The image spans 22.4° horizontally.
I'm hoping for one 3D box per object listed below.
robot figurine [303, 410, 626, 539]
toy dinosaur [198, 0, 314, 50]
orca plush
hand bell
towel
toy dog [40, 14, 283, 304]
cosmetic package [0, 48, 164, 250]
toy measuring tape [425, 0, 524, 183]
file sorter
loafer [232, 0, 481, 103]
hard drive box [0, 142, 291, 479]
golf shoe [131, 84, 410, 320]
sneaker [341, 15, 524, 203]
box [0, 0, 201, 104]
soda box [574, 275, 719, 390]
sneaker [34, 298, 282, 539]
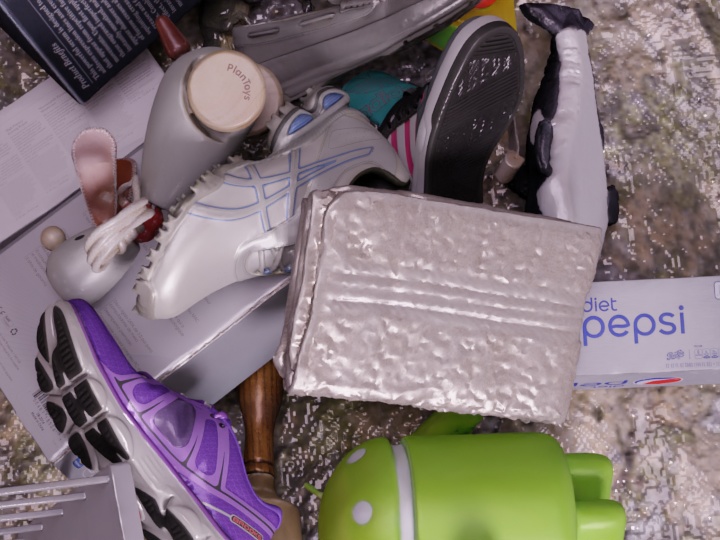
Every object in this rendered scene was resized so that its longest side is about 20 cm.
[{"bbox_3d":[0.064,0.162,1.149,0.198,0.116,0.176,-1,39,-5],"label":"robot figurine"},{"bbox_3d":[-0.075,-0.210,1.294,0.087,0.047,0.202,-3,73,9],"label":"toy dinosaur"},{"bbox_3d":[0.120,-0.084,1.239,0.071,0.105,0.202,-14,77,32],"label":"orca plush"},{"bbox_3d":[-0.066,0.126,1.201,0.103,0.104,0.201,0,63,3],"label":"hand bell"},{"bbox_3d":[0.049,0.022,1.126,0.199,0.034,0.134,9,95,-19],"label":"towel"},{"bbox_3d":[-0.138,-0.081,1.150,0.096,0.132,0.200,43,70,5],"label":"toy dog"},{"bbox_3d":[-0.217,-0.078,1.265,0.199,0.051,0.083,-34,79,-6],"label":"cosmetic package"},{"bbox_3d":[0.070,-0.153,1.245,0.073,0.074,0.201,-4,61,2],"label":"toy measuring tape"},{"bbox_3d":[-0.214,0.212,1.099,0.124,0.200,0.140,-4,73,-28],"label":"file sorter"},{"bbox_3d":[0.001,-0.172,1.211,0.199,0.070,0.070,-23,95,21],"label":"loafer"},{"bbox_3d":[-0.150,0.024,1.204,0.200,0.077,0.156,-37,62,-5],"label":"hard drive box"},{"bbox_3d":[-0.051,-0.028,1.124,0.097,0.078,0.200,39,67,16],"label":"golf shoe"},{"bbox_3d":[0.039,-0.106,1.202,0.083,0.201,0.121,-18,50,-33],"label":"sneaker"},{"bbox_3d":[-0.173,-0.238,1.241,0.200,0.107,0.148,-41,44,-6],"label":"box"},{"bbox_3d":[0.159,0.043,1.204,0.198,0.068,0.064,-3,78,3],"label":"soda box"},{"bbox_3d":[-0.124,0.098,1.112,0.083,0.081,0.201,-40,97,-33],"label":"sneaker"}]
